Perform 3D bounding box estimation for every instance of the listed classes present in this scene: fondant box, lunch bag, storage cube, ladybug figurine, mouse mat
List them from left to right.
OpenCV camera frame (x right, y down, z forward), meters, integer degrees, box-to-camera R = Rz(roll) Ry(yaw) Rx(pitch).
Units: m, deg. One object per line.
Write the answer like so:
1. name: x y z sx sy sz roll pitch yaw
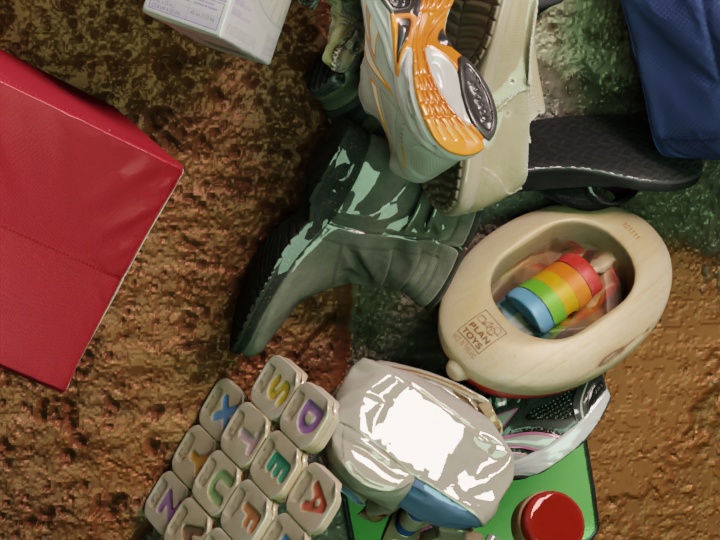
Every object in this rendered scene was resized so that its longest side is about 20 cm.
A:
1. storage cube: -0.250 -0.053 1.411 0.179 0.200 0.171 26 96 -27
2. fondant box: -0.066 -0.242 1.406 0.058 0.144 0.201 18 92 10
3. mouse mat: 0.081 0.158 1.662 0.199 0.008 0.162 -14 108 -13
4. ladybug figurine: 0.137 0.029 1.586 0.200 0.136 0.072 -29 154 -24
5. lunch bag: 0.281 -0.166 1.542 0.136 0.132 0.201 -35 116 -39

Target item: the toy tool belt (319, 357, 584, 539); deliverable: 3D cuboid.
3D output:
1. toy tool belt: 0.054 0.148 1.541 0.200 0.123 0.125 32 66 -5

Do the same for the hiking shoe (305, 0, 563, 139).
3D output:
1. hiking shoe: 0.064 -0.149 1.547 0.200 0.076 0.101 -27 119 2

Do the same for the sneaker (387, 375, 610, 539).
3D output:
1. sneaker: 0.091 0.114 1.609 0.200 0.080 0.086 -35 109 -6

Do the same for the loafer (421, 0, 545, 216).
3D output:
1. loafer: 0.090 -0.136 1.477 0.068 0.076 0.201 0 110 -35

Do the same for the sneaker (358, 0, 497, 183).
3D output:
1. sneaker: 0.022 -0.151 1.454 0.075 0.092 0.201 -1 67 -31

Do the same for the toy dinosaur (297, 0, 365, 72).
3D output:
1. toy dinosaur: -0.026 -0.234 1.501 0.088 0.047 0.201 7 85 -1

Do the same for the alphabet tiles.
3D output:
1. alphabet tiles: -0.087 0.159 1.513 0.015 0.196 0.200 28 96 -35

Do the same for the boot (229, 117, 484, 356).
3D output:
1. boot: 0.000 0.000 1.541 0.130 0.068 0.200 26 110 -16

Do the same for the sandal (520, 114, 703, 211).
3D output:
1. sandal: 0.149 -0.076 1.594 0.200 0.075 0.048 1 134 -8
